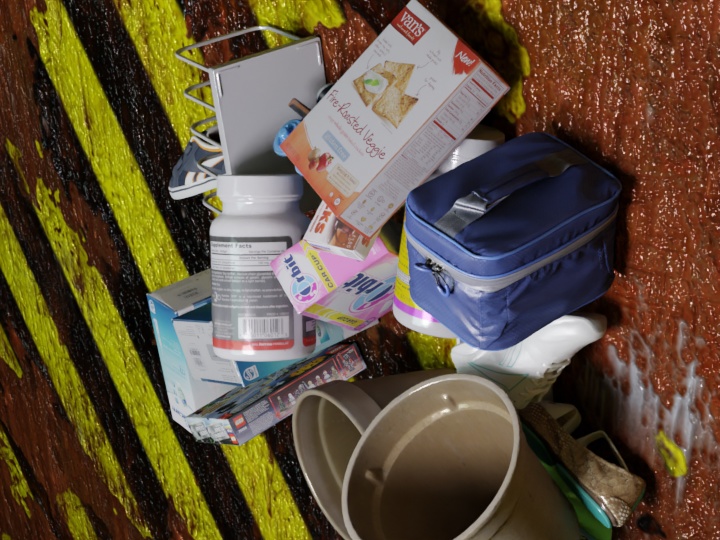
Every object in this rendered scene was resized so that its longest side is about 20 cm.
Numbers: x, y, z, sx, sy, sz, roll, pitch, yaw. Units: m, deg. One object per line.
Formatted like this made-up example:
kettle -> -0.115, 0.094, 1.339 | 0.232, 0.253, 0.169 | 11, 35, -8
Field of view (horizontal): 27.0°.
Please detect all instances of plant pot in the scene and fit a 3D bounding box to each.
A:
plant pot -> 0.115, 0.233, 1.464 | 0.183, 0.201, 0.200 | 44, 168, -37
plant pot -> 0.048, 0.194, 1.678 | 0.200, 0.173, 0.200 | 38, 140, 41

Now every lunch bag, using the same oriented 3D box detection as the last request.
lunch bag -> 0.130, -0.033, 1.345 | 0.136, 0.200, 0.132 | 36, 142, 39

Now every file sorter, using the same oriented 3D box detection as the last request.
file sorter -> -0.122, -0.169, 1.749 | 0.124, 0.139, 0.200 | 29, 134, 52

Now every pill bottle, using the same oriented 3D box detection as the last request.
pill bottle -> -0.108, -0.005, 1.654 | 0.116, 0.116, 0.200 | 6, 98, 58
pill bottle -> 0.093, -0.041, 1.483 | 0.104, 0.104, 0.200 | 29, 119, 49

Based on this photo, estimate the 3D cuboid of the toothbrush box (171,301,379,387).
toothbrush box -> -0.103, 0.060, 1.813 | 0.146, 0.200, 0.085 | -1, 112, 59

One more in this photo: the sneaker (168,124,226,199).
sneaker -> -0.190, -0.146, 1.944 | 0.200, 0.078, 0.080 | -11, 106, 50

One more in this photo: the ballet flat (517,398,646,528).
ballet flat -> 0.210, 0.175, 1.506 | 0.200, 0.065, 0.071 | 44, 168, 34

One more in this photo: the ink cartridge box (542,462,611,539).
ink cartridge box -> 0.187, 0.272, 1.583 | 0.148, 0.076, 0.200 | 35, 142, 39

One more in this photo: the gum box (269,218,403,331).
gum box -> 0.000, 0.000, 1.592 | 0.066, 0.113, 0.200 | 59, -168, 17

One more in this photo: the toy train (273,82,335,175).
toy train -> -0.013, -0.136, 1.615 | 0.087, 0.114, 0.200 | 35, -174, -37

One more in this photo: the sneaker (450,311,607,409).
sneaker -> 0.170, 0.090, 1.468 | 0.200, 0.070, 0.080 | -28, 67, 50

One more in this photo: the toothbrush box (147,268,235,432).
toothbrush box -> -0.191, 0.106, 2.036 | 0.085, 0.146, 0.200 | 28, 132, 50

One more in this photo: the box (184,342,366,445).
box -> -0.106, 0.154, 1.884 | 0.137, 0.200, 0.040 | -9, 109, 62

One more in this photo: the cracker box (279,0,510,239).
cracker box -> 0.030, -0.147, 1.438 | 0.058, 0.200, 0.134 | 36, -169, -44

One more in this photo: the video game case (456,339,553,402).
video game case -> 0.147, 0.057, 1.573 | 0.143, 0.018, 0.200 | 30, 135, 48

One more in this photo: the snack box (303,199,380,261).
snack box -> 0.017, -0.106, 1.487 | 0.072, 0.200, 0.024 | 14, 162, 43
